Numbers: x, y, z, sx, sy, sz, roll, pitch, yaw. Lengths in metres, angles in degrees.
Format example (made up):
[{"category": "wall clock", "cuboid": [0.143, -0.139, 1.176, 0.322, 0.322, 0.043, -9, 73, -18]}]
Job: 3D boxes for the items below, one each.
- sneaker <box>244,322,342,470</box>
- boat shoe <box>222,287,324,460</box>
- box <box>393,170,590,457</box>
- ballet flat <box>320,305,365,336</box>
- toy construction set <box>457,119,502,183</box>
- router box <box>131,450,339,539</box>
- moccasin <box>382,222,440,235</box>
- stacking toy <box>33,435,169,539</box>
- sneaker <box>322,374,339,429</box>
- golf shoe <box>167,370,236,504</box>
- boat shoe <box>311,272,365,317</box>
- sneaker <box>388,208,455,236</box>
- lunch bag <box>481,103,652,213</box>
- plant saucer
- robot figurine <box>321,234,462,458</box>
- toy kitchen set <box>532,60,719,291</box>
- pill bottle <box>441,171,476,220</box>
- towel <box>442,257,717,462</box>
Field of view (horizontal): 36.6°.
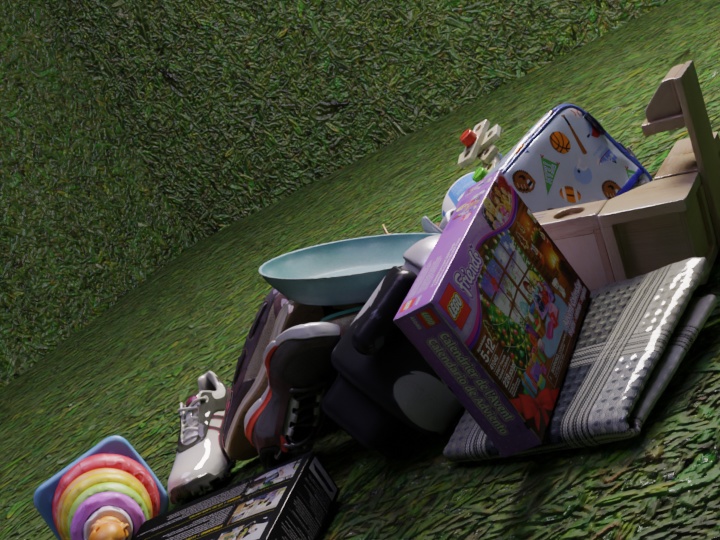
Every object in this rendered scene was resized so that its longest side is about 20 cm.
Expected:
[{"category": "sneaker", "cuboid": [-0.053, 0.128, 1.019, 0.077, 0.082, 0.200, -4, -39, -22]}, {"category": "boat shoe", "cuboid": [-0.101, 0.109, 1.163, 0.072, 0.200, 0.065, 5, 25, -41]}, {"category": "box", "cuboid": [0.109, 0.027, 0.840, 0.039, 0.137, 0.200, -29, 18, 35]}, {"category": "ballet flat", "cuboid": [0.061, 0.051, 1.042, 0.200, 0.062, 0.067, -15, -12, -11]}, {"category": "toy construction set", "cuboid": [0.190, -0.084, 1.217, 0.131, 0.200, 0.092, -58, 5, -16]}, {"category": "router box", "cuboid": [-0.128, 0.241, 0.914, 0.200, 0.051, 0.149, -26, 13, 24]}, {"category": "moccasin", "cuboid": [0.033, -0.020, 1.594, 0.201, 0.078, 0.074, -26, 12, 25]}, {"category": "stacking toy", "cuboid": [-0.244, 0.242, 1.050, 0.116, 0.110, 0.200, -36, 9, -13]}, {"category": "sneaker", "cuboid": [-0.016, 0.127, 1.093, 0.200, 0.076, 0.116, -46, 33, 12]}, {"category": "golf shoe", "cuboid": [-0.181, 0.188, 1.213, 0.077, 0.088, 0.200, -26, 13, 15]}, {"category": "boat shoe", "cuboid": [0.023, 0.031, 1.175, 0.200, 0.072, 0.076, 17, 29, 9]}, {"category": "sneaker", "cuboid": [0.086, -0.028, 1.208, 0.075, 0.115, 0.200, -20, 33, -27]}, {"category": "lunch bag", "cuboid": [0.216, -0.072, 1.132, 0.200, 0.160, 0.076, -45, 0, -31]}, {"category": "plant saucer", "cuboid": [0.000, 0.000, 1.081, 0.200, 0.036, 0.200, -8, 10, 2]}, {"category": "robot figurine", "cuboid": [0.053, 0.063, 0.955, 0.200, 0.125, 0.150, -55, 6, 1]}, {"category": "toy kitchen set", "cuboid": [0.236, -0.087, 1.018, 0.180, 0.163, 0.200, -10, 17, 30]}, {"category": "pill bottle", "cuboid": [0.161, -0.067, 1.372, 0.112, 0.112, 0.200, -30, 11, 5]}, {"category": "towel", "cuboid": [0.177, 0.076, 0.869, 0.193, 0.035, 0.200, -22, 22, 49]}]
